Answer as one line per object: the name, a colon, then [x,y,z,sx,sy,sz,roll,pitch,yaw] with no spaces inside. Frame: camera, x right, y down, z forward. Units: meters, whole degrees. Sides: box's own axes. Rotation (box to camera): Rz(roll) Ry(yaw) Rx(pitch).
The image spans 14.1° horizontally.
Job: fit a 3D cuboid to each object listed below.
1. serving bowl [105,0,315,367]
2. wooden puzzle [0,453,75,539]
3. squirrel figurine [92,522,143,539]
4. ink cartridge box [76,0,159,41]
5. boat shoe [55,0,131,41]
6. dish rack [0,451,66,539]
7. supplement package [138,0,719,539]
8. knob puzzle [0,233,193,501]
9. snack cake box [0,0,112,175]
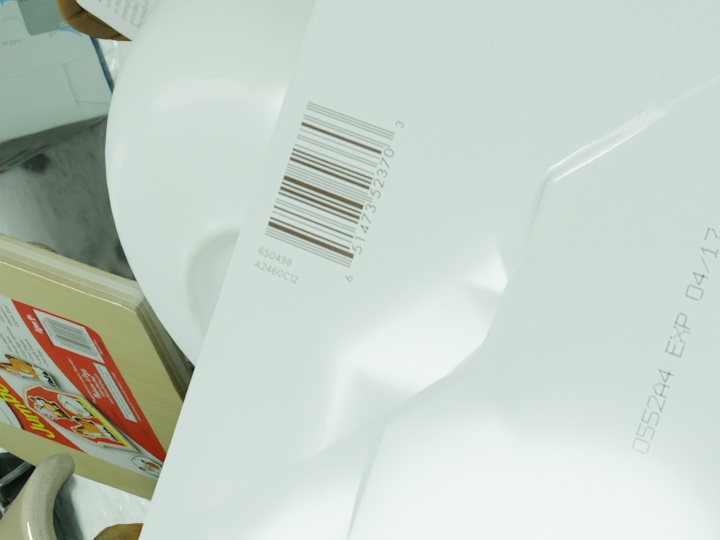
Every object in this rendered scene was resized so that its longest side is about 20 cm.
serving bowl: [0.000,0.000,0.865,0.200,0.066,0.200,25,141,22]
wooden puzzle: [-0.080,0.165,0.927,0.185,0.037,0.200,136,120,-74]
squirrel figurine: [-0.024,0.153,0.960,0.187,0.142,0.200,63,151,-3]
ink cartridge box: [-0.036,-0.127,0.862,0.200,0.050,0.161,34,141,11]
boat shoe: [-0.061,-0.164,0.919,0.200,0.072,0.072,107,162,-48]
dish rack: [-0.221,0.151,1.177,0.153,0.200,0.055,-13,111,55]
supplement package: [0.062,0.005,0.707,0.156,0.111,0.200,22,96,32]
knob puzzle: [-0.136,0.016,1.036,0.220,0.030,0.220,24,158,10]
snack cake box: [-0.196,-0.053,1.113,0.200,0.115,0.067,-21,89,53]
